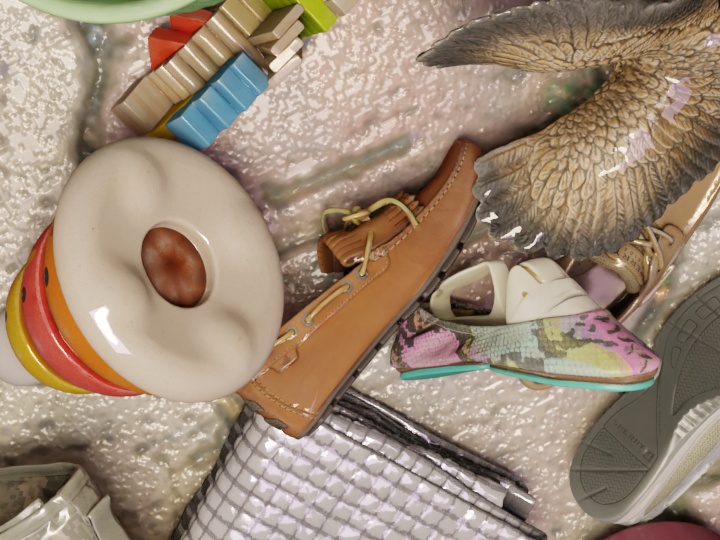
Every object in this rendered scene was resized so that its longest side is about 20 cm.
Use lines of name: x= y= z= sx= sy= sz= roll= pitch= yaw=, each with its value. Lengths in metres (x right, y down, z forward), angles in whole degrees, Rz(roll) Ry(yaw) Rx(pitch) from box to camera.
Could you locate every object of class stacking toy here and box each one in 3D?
stacking toy: x=-0.152 y=0.026 z=0.951 sx=0.199 sy=0.147 sz=0.146 roll=-27 pitch=113 yaw=42

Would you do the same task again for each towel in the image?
towel: x=-0.006 y=0.167 z=1.046 sx=0.199 sy=0.086 sz=0.166 roll=28 pitch=103 yaw=-11

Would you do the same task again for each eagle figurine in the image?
eagle figurine: x=0.144 y=-0.112 z=0.925 sx=0.200 sy=0.151 sz=0.152 roll=-42 pitch=88 yaw=-24

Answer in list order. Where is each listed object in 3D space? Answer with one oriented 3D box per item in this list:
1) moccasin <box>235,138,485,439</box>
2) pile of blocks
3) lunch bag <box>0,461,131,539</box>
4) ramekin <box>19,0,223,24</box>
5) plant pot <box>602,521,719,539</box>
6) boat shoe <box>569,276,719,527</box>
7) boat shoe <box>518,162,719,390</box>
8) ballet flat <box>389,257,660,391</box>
moccasin: x=0.000 y=0.000 z=0.974 sx=0.078 sy=0.074 sz=0.202 roll=41 pitch=82 yaw=-1
pile of blocks: x=-0.073 y=-0.127 z=0.938 sx=0.200 sy=0.082 sz=0.062 roll=-43 pitch=107 yaw=11
lunch bag: x=-0.189 y=0.204 z=0.986 sx=0.199 sy=0.118 sz=0.165 roll=-18 pitch=113 yaw=36
ramekin: x=-0.114 y=-0.223 z=0.866 sx=0.198 sy=0.098 sz=0.202 roll=1 pitch=93 yaw=11
plant pot: x=0.198 y=0.260 z=1.026 sx=0.198 sy=0.180 sz=0.201 roll=-6 pitch=126 yaw=-8
boat shoe: x=0.212 y=0.076 z=1.043 sx=0.202 sy=0.074 sz=0.065 roll=-53 pitch=142 yaw=10
boat shoe: x=0.158 y=-0.012 z=1.005 sx=0.071 sy=0.065 sz=0.201 roll=32 pitch=104 yaw=-14
ballet flat: x=0.084 y=0.029 z=0.958 sx=0.069 sy=0.199 sz=0.072 roll=-3 pitch=91 yaw=-36
